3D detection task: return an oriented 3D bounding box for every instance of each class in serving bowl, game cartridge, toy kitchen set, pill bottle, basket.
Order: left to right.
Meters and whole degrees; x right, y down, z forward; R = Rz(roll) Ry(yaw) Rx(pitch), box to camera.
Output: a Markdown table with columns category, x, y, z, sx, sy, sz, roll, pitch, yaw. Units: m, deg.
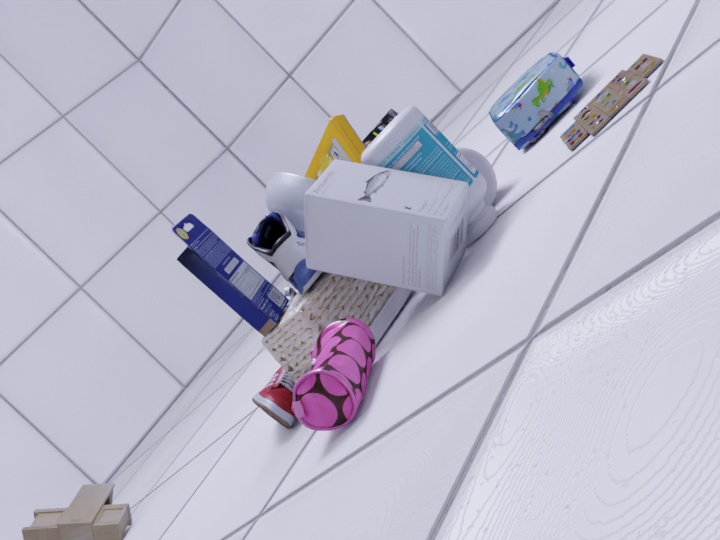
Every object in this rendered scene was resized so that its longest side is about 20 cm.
| category | x | y | z | sx | sy | sz | roll | pitch | yaw |
| --- | --- | --- | --- | --- | --- | --- | --- | --- | --- |
| toy kitchen set | -0.555 | 0.556 | 2.211 | 0.197 | 0.183 | 0.163 | -5 | 17 | 6 |
| serving bowl | -0.064 | -0.074 | 1.659 | 0.066 | 0.198 | 0.200 | -65 | 11 | -12 |
| basket | -0.036 | 0.067 | 1.584 | 0.135 | 0.123 | 0.200 | -39 | 10 | 48 |
| game cartridge | -0.017 | -0.133 | 1.834 | 0.032 | 0.201 | 0.177 | -18 | -25 | -31 |
| pill bottle | 0.103 | -0.128 | 1.532 | 0.111 | 0.200 | 0.111 | -44 | 6 | 6 |
| pill bottle | 0.136 | -0.126 | 1.700 | 0.112 | 0.112 | 0.200 | -47 | 7 | -8 |

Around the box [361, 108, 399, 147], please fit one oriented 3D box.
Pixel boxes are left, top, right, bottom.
| category | x | y | z | sx | sy | sz | roll | pitch | yaw |
| --- | --- | --- | --- | --- | --- | --- | --- | --- | --- |
| box | 0.085 | -0.173 | 1.928 | 0.194 | 0.199 | 0.048 | -53 | -5 | -37 |

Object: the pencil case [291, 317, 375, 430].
| category | x | y | z | sx | sy | sz | roll | pitch | yaw |
| --- | --- | --- | --- | --- | --- | --- | --- | --- | --- |
| pencil case | -0.035 | 0.132 | 1.362 | 0.092 | 0.092 | 0.200 | -9 | 13 | 10 |

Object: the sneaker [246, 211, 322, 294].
| category | x | y | z | sx | sy | sz | roll | pitch | yaw |
| --- | --- | --- | --- | --- | --- | --- | --- | --- | --- |
| sneaker | -0.104 | -0.035 | 1.581 | 0.081 | 0.115 | 0.199 | -45 | 6 | -2 |

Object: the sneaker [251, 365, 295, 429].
| category | x | y | z | sx | sy | sz | roll | pitch | yaw |
| --- | --- | --- | --- | --- | --- | --- | --- | --- | --- |
| sneaker | -0.102 | 0.170 | 1.622 | 0.113 | 0.071 | 0.200 | -50 | 4 | -4 |

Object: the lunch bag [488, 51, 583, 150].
| category | x | y | z | sx | sy | sz | roll | pitch | yaw |
| --- | --- | --- | --- | --- | --- | --- | --- | --- | --- |
| lunch bag | 0.294 | -0.289 | 1.802 | 0.161 | 0.082 | 0.200 | -46 | 6 | 12 |

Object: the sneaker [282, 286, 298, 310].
| category | x | y | z | sx | sy | sz | roll | pitch | yaw |
| --- | --- | --- | --- | --- | --- | --- | --- | --- | --- |
| sneaker | -0.082 | 0.083 | 1.719 | 0.200 | 0.074 | 0.083 | 60 | -152 | -69 |

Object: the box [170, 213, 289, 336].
| category | x | y | z | sx | sy | sz | roll | pitch | yaw |
| --- | --- | --- | --- | --- | --- | --- | --- | --- | --- |
| box | -0.194 | 0.003 | 1.563 | 0.032 | 0.200 | 0.121 | -45 | 6 | 14 |

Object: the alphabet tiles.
| category | x | y | z | sx | sy | sz | roll | pitch | yaw |
| --- | --- | --- | --- | --- | --- | --- | --- | --- | --- |
| alphabet tiles | 0.343 | -0.235 | 1.494 | 0.166 | 0.006 | 0.200 | -45 | 7 | 13 |

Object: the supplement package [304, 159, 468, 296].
| category | x | y | z | sx | sy | sz | roll | pitch | yaw |
| --- | --- | --- | --- | --- | --- | --- | --- | --- | --- |
| supplement package | 0.035 | -0.061 | 1.458 | 0.117 | 0.197 | 0.119 | -56 | -29 | -53 |
